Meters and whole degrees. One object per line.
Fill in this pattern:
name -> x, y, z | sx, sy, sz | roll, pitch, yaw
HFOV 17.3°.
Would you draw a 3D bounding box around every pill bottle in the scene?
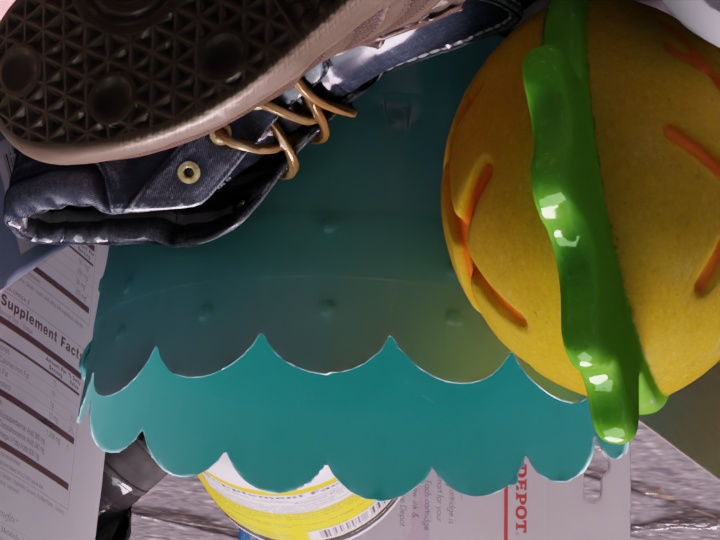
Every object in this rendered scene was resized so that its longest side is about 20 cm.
pill bottle -> -0.033, 0.055, 1.097 | 0.114, 0.114, 0.200 | 0, 162, 5

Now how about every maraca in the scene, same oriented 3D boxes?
maraca -> 0.075, -0.019, 0.730 | 0.107, 0.137, 0.200 | -14, -173, 14

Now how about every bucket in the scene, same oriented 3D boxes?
bucket -> 0.000, 0.000, 0.885 | 0.207, 0.135, 0.207 | 3, 162, 1

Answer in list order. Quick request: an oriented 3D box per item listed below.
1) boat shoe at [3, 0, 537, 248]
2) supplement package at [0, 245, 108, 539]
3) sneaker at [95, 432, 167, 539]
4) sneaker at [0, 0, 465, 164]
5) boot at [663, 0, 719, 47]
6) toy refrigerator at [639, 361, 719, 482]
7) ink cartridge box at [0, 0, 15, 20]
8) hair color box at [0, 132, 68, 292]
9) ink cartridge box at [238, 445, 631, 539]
boat shoe -> -0.028, -0.059, 0.776 | 0.200, 0.091, 0.071 | -8, 160, 28
supplement package -> -0.175, 0.059, 0.971 | 0.114, 0.200, 0.110 | -4, 155, 21
sneaker -> -0.145, 0.086, 1.074 | 0.060, 0.104, 0.200 | 39, -175, -33
sneaker -> -0.008, -0.080, 0.669 | 0.200, 0.070, 0.076 | -26, 159, 16
boot -> 0.165, -0.068, 0.753 | 0.200, 0.074, 0.096 | 8, 155, -21
toy refrigerator -> 0.152, 0.037, 0.921 | 0.070, 0.076, 0.200 | 22, -174, -23
ink cartridge box -> -0.129, -0.104, 0.639 | 0.200, 0.050, 0.162 | 8, 144, -15
hair color box -> -0.209, -0.019, 0.892 | 0.200, 0.061, 0.099 | -7, -166, 21
ink cartridge box -> 0.038, 0.105, 1.243 | 0.200, 0.115, 0.068 | 2, 163, 0
